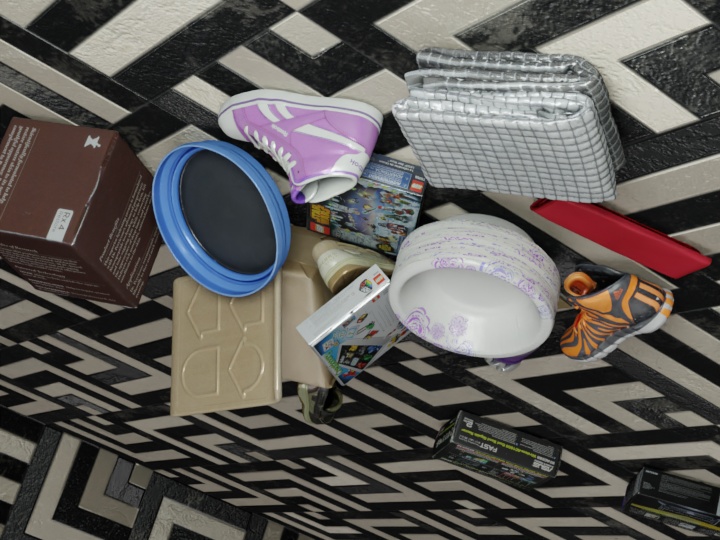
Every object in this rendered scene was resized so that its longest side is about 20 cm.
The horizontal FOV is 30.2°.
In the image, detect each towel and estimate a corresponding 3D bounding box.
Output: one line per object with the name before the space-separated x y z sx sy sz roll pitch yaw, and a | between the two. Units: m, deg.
towel | 0.146 -0.140 1.289 0.200 0.086 0.166 7 158 22

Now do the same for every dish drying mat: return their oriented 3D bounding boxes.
dish drying mat | 0.293 -0.041 1.502 0.200 0.018 0.077 22 159 -14

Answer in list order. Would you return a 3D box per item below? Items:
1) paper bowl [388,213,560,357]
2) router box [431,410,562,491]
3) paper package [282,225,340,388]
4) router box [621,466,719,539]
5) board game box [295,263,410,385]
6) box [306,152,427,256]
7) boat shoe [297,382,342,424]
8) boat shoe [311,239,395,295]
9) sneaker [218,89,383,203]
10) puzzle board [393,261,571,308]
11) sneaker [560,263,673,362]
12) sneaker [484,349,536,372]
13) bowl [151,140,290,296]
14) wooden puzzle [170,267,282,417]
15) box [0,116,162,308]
paper bowl | 0.140 0.010 1.597 0.200 0.105 0.201 11 145 8
router box | 0.241 0.323 2.372 0.200 0.062 0.150 20 160 -5
paper package | -0.119 0.042 1.806 0.190 0.104 0.200 10 130 19
router box | 0.574 0.412 2.344 0.200 0.052 0.157 16 159 5
board game box | -0.003 0.073 1.692 0.035 0.126 0.200 50 176 22
box | 0.005 -0.083 1.593 0.137 0.040 0.200 17 159 4
boat shoe | -0.065 0.231 2.378 0.066 0.072 0.201 16 155 17
boat shoe | 0.000 0.000 1.690 0.065 0.072 0.200 52 -165 22
sneaker | -0.082 -0.131 1.445 0.200 0.115 0.073 6 158 31
puzzle board | 0.158 0.015 1.749 0.200 0.017 0.151 -7 146 46
sneaker | 0.287 0.044 1.656 0.112 0.078 0.200 29 146 -16
sneaker | 0.160 0.067 1.757 0.200 0.081 0.088 25 151 -28
bowl | -0.168 -0.066 1.630 0.200 0.039 0.201 19 125 29
wooden puzzle | -0.165 0.089 1.708 0.200 0.186 0.046 -12 161 37
box | -0.371 -0.073 1.738 0.164 0.166 0.200 10 157 21
